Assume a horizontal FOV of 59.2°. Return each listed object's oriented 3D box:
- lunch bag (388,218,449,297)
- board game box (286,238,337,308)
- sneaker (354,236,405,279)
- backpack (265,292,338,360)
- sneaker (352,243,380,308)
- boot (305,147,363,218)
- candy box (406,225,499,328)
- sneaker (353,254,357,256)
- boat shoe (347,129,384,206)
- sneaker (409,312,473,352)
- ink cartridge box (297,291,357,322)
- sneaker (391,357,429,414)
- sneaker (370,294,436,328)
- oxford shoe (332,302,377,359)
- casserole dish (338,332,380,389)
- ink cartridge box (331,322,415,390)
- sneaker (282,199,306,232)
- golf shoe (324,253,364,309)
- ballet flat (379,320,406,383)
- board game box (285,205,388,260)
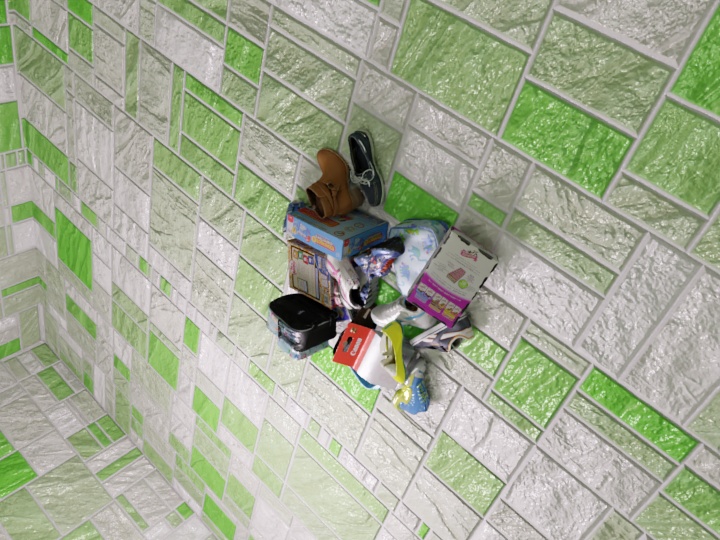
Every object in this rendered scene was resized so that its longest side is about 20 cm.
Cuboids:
[{"bbox_3d":[0.161,-0.026,1.597,0.159,0.082,0.204,2,112,43],"label":"lunch bag"},{"bbox_3d":[-0.136,0.004,1.835,0.198,0.046,0.154,24,123,42],"label":"board game box"},{"bbox_3d":[0.060,-0.029,1.593,0.079,0.075,0.199,60,154,-4],"label":"sneaker"},{"bbox_3d":[-0.181,0.157,1.878,0.199,0.176,0.153,33,125,32],"label":"backpack"},{"bbox_3d":[0.000,0.001,1.760,0.114,0.080,0.202,33,131,23],"label":"sneaker"},{"bbox_3d":[-0.092,-0.232,1.670,0.201,0.154,0.074,54,136,12],"label":"boot"},{"bbox_3d":[0.216,0.016,1.503,0.135,0.061,0.202,32,109,-3],"label":"candy box"},{"bbox_3d":[-0.070,-0.087,1.798,0.199,0.075,0.089,39,142,31],"label":"sneaker"},{"bbox_3d":[0.011,-0.257,1.632,0.074,0.062,0.204,6,115,38],"label":"boat shoe"},{"bbox_3d":[0.211,0.179,1.657,0.199,0.078,0.080,-34,82,45],"label":"sneaker"},{"bbox_3d":[-0.113,0.060,1.921,0.198,0.043,0.202,-9,104,44],"label":"ink cartridge box"},{"bbox_3d":[0.166,0.335,1.798,0.104,0.076,0.202,29,130,5],"label":"sneaker"},{"bbox_3d":[0.110,0.104,1.704,0.197,0.077,0.082,-3,130,34],"label":"sneaker"},{"bbox_3d":[-0.013,0.180,1.828,0.072,0.084,0.202,35,102,22],"label":"oxford shoe"},{"bbox_3d":[0.008,0.265,1.917,0.201,0.039,0.121,54,135,7],"label":"casserole dish"},{"bbox_3d":[0.035,0.244,1.788,0.196,0.058,0.164,14,124,-14],"label":"ink cartridge box"},{"bbox_3d":[-0.187,-0.154,1.797,0.200,0.074,0.079,-116,21,-77],"label":"sneaker"},{"bbox_3d":[-0.035,0.010,1.703,0.091,0.072,0.203,9,125,40],"label":"golf shoe"},{"bbox_3d":[0.082,0.227,1.705,0.067,0.066,0.203,35,137,48],"label":"ballet flat"},{"bbox_3d":[-0.061,-0.114,1.673,0.198,0.195,0.057,27,123,30],"label":"board game box"}]
